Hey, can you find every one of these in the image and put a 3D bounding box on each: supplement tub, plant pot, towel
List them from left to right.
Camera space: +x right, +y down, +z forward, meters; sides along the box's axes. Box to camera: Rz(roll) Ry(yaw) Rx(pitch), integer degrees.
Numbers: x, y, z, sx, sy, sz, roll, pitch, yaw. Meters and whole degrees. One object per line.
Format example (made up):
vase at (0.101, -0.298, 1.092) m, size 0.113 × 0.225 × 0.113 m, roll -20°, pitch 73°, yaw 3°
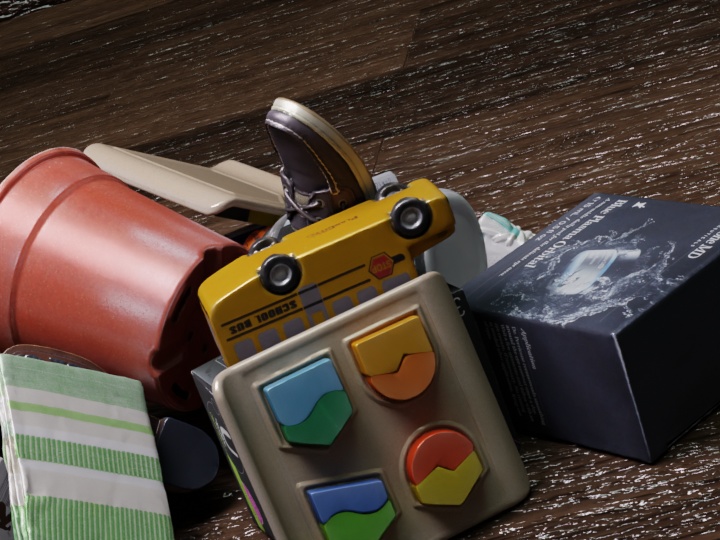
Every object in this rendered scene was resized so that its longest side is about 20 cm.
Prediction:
towel at (-0.210, 0.162, 1.491) m, size 0.023 × 0.152 × 0.201 m, roll -39°, pitch 53°, yaw 33°
plant pot at (-0.203, 0.019, 1.671) m, size 0.194 × 0.202 × 0.201 m, roll 20°, pitch 41°, yaw 28°
supplement tub at (0.000, 0.000, 1.696) m, size 0.198 × 0.123 × 0.123 m, roll -6°, pitch 25°, yaw 31°

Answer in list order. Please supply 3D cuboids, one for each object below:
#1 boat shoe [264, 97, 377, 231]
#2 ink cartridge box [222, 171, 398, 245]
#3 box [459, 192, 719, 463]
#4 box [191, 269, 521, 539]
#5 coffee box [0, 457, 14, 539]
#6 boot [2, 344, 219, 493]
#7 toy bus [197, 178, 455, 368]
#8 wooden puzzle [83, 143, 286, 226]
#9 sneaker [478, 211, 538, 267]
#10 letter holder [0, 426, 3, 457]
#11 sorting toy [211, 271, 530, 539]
boat shoe at (-0.027, -0.052, 1.529) m, size 0.072 × 0.200 × 0.065 m, roll 28°, pitch 70°, yaw 37°
ink cartridge box at (-0.071, -0.018, 1.951) m, size 0.198 × 0.041 × 0.200 m, roll -22°, pitch -10°, yaw -21°
box at (0.207, 0.038, 1.553) m, size 0.196 × 0.118 × 0.199 m, roll -34°, pitch 27°, yaw -31°
box at (-0.005, 0.109, 1.522) m, size 0.199 × 0.150 × 0.124 m, roll -28°, pitch 19°, yaw -16°
coffee box at (-0.320, 0.247, 1.466) m, size 0.112 × 0.080 × 0.201 m, roll -7°, pitch 50°, yaw 37°
boot at (-0.221, 0.133, 1.617) m, size 0.097 × 0.199 × 0.075 m, roll -35°, pitch 26°, yaw 60°
toy bus at (-0.022, 0.002, 1.474) m, size 0.199 × 0.079 × 0.065 m, roll -23°, pitch 18°, yaw -6°
wooden puzzle at (-0.131, -0.071, 1.805) m, size 0.184 × 0.038 × 0.199 m, roll 21°, pitch 12°, yaw 36°
sneaker at (0.140, -0.015, 1.772) m, size 0.198 × 0.089 × 0.075 m, roll -7°, pitch 24°, yaw 30°
letter holder at (-0.301, 0.154, 1.752) m, size 0.199 × 0.101 × 0.142 m, roll -30°, pitch 26°, yaw -24°
sorting toy at (0.013, 0.122, 1.432) m, size 0.199 × 0.187 × 0.036 m, roll -25°, pitch 6°, yaw -16°
